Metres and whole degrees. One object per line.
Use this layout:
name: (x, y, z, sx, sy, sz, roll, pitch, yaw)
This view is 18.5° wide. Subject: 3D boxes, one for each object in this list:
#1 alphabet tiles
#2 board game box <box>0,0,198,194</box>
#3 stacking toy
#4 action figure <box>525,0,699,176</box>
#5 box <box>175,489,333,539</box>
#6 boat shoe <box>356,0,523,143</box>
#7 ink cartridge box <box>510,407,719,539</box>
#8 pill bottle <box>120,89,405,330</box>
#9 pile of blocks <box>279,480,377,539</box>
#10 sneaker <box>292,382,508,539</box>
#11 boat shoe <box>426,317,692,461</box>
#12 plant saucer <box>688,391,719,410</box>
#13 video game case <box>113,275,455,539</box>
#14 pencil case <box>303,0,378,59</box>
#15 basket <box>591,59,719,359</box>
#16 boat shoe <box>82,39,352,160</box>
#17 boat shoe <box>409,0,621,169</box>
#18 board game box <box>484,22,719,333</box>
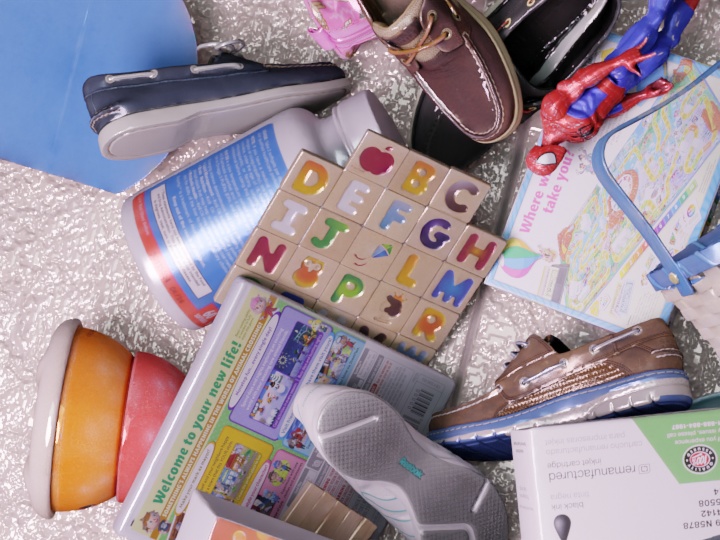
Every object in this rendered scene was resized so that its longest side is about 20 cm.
alphabet tiles: (0.000, 0.000, 1.564, 0.166, 0.006, 0.200, 24, 114, -18)
board game box: (-0.210, -0.149, 1.684, 0.199, 0.039, 0.159, 16, 95, 17)
stacking toy: (-0.137, 0.118, 1.607, 0.199, 0.146, 0.147, 8, 87, 0)
action figure: (0.187, -0.142, 1.533, 0.200, 0.065, 0.052, -45, 60, 6)
box: (-0.036, 0.244, 1.479, 0.199, 0.097, 0.125, 21, 90, -14)
boat shoe: (0.036, -0.169, 1.521, 0.072, 0.072, 0.200, -29, 92, 35)
ink cartridge box: (0.184, 0.197, 1.462, 0.145, 0.084, 0.201, -6, 86, -5)
pill bottle: (-0.062, -0.048, 1.597, 0.199, 0.112, 0.113, -28, 79, 11)
pile of blocks: (-0.049, 0.244, 1.558, 0.082, 0.062, 0.201, 11, 91, -14)
sneaker: (0.030, 0.140, 1.553, 0.070, 0.080, 0.200, -48, 117, -7)
boat shoe: (0.136, 0.084, 1.556, 0.199, 0.072, 0.073, -15, 68, 23)
plant saucer: (0.268, 0.183, 1.530, 0.199, 0.036, 0.201, -2, 83, 13)
video game case: (-0.053, 0.130, 1.577, 0.182, 0.022, 0.201, 26, 92, -20)
pencil case: (0.051, -0.225, 1.600, 0.199, 0.087, 0.083, -23, 97, 12)
basket: (0.269, -0.042, 1.485, 0.176, 0.139, 0.200, -35, 87, -22)
boat shoe: (-0.103, -0.130, 1.604, 0.199, 0.075, 0.062, -15, 72, -19)
boat shoe: (0.106, -0.143, 1.565, 0.074, 0.063, 0.201, 29, 114, -28)
board game box: (0.186, -0.060, 1.576, 0.134, 0.034, 0.201, 21, 90, 15)
